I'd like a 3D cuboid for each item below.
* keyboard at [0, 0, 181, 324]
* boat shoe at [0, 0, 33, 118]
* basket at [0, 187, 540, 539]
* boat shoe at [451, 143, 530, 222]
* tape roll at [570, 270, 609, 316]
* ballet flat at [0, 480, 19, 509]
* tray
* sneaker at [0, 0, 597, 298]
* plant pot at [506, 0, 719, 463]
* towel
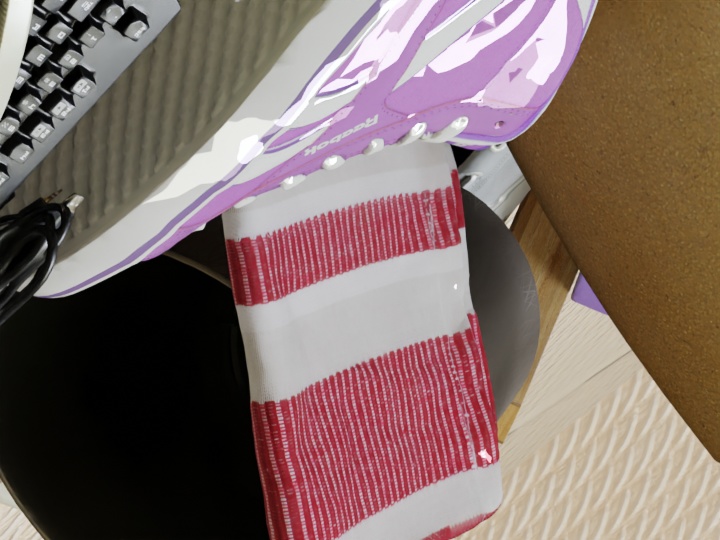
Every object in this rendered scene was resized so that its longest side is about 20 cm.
[{"bbox_3d":[-0.117,-0.006,0.717,0.200,0.040,0.104,-45,146,12],"label":"keyboard"},{"bbox_3d":[-0.133,-0.030,0.605,0.060,0.072,0.201,-15,152,-42],"label":"boat shoe"},{"bbox_3d":[-0.023,0.037,1.045,0.200,0.180,0.136,-29,152,-59],"label":"basket"},{"bbox_3d":[0.040,-0.053,1.137,0.068,0.072,0.200,7,157,-33],"label":"boat shoe"},{"bbox_3d":[0.155,-0.068,1.162,0.200,0.066,0.201,23,90,-84],"label":"tape roll"},{"bbox_3d":[-0.113,0.067,1.149,0.068,0.067,0.200,-42,168,30],"label":"ballet flat"},{"bbox_3d":[0.089,-0.029,1.207,0.099,0.037,0.200,96,16,-77],"label":"tray"},{"bbox_3d":[-0.011,-0.045,0.802,0.200,0.073,0.114,-39,138,4],"label":"sneaker"},{"bbox_3d":[0.142,-0.040,0.977,0.186,0.200,0.186,-19,-178,1],"label":"plant pot"},{"bbox_3d":[0.000,0.000,0.897,0.023,0.201,0.144,-5,-173,29],"label":"towel"}]
